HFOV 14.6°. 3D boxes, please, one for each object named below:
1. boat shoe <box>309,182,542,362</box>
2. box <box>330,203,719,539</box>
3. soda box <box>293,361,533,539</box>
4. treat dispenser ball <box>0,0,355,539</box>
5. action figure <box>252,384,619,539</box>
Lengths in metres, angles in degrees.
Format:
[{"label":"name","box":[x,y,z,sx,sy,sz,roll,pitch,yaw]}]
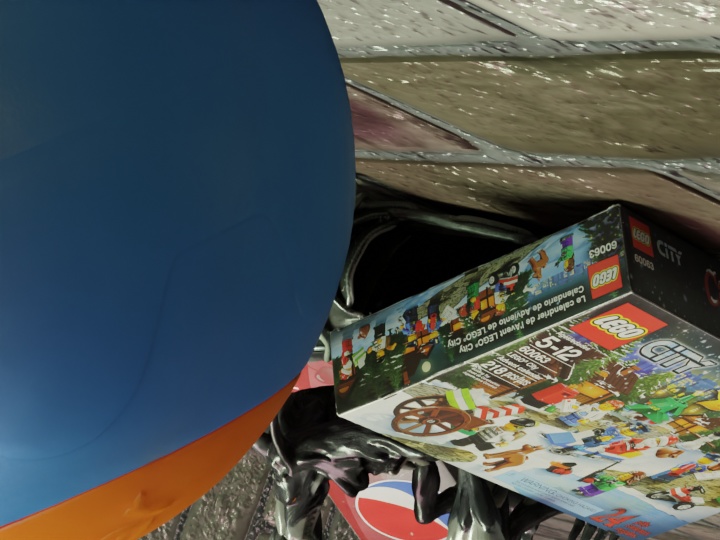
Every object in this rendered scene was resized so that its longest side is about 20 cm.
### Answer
[{"label":"boat shoe","box":[-0.001,0.003,1.145,0.199,0.074,0.068,12,164,31]},{"label":"box","box":[0.103,0.046,1.092,0.136,0.038,0.200,-24,147,33]},{"label":"soda box","box":[0.013,0.065,1.277,0.070,0.064,0.200,-7,136,26]},{"label":"treat dispenser ball","box":[-0.101,-0.024,0.683,0.200,0.201,0.201,18,173,2]},{"label":"action figure","box":[0.020,0.096,1.169,0.200,0.102,0.119,12,173,-42]}]
